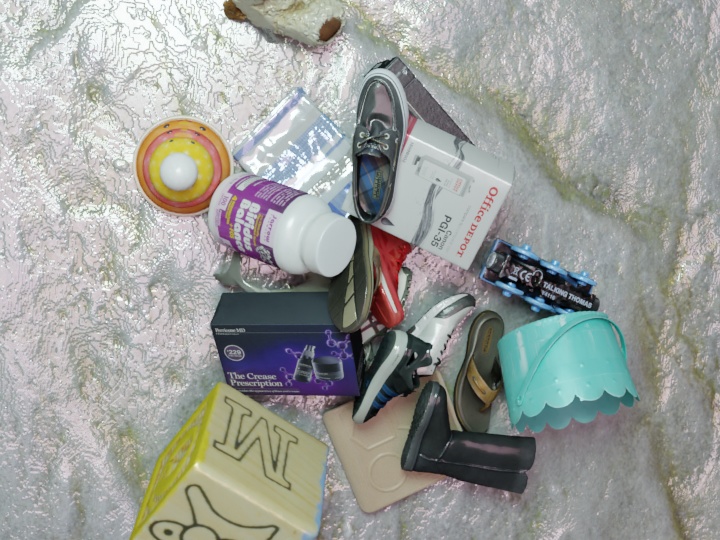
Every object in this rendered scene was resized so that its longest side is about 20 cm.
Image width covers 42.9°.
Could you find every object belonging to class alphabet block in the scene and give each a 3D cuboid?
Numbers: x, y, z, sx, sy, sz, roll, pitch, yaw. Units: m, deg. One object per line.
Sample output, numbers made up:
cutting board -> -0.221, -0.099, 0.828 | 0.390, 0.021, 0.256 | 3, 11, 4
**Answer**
alphabet block -> -0.183, 0.319, 1.312 | 0.200, 0.197, 0.196 | 34, 113, -15

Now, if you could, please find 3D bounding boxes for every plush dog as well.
plush dog -> -0.108, -0.429, 1.282 | 0.200, 0.160, 0.173 | 33, 76, -41

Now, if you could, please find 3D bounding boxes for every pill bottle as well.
pill bottle -> -0.107, -0.060, 1.263 | 0.112, 0.199, 0.113 | -29, 129, -44

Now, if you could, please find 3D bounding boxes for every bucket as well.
bucket -> 0.308, 0.154, 1.381 | 0.206, 0.207, 0.136 | -9, 70, -9

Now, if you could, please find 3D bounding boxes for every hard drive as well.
hard drive -> 0.092, -0.221, 1.335 | 0.038, 0.140, 0.200 | -44, 105, -1

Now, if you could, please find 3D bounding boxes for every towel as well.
towel -> -0.075, -0.153, 1.343 | 0.147, 0.024, 0.200 | -44, 86, -1

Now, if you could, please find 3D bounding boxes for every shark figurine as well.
shark figurine -> -0.105, 0.035, 1.373 | 0.213, 0.090, 0.129 | -5, 66, -18

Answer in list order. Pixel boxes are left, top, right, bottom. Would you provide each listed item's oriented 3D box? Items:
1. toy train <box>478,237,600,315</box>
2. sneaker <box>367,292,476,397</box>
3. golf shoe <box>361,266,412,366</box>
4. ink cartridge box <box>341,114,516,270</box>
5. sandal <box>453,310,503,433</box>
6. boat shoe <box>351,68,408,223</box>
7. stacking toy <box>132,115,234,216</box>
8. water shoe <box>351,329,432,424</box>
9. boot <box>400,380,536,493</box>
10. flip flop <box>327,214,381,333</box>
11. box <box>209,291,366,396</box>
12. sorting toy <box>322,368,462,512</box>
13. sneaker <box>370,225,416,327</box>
toy train -> 0.274, 0.017, 1.420 | 0.199, 0.114, 0.087 | 23, 93, -14
sneaker -> 0.108, 0.116, 1.414 | 0.200, 0.074, 0.080 | -43, 70, 5
golf shoe -> 0.006, 0.071, 1.398 | 0.088, 0.077, 0.201 | 33, 91, -9
ink cartridge box -> 0.095, -0.114, 1.262 | 0.199, 0.083, 0.147 | 25, 116, 1
sandal -> 0.199, 0.165, 1.449 | 0.081, 0.054, 0.201 | 11, 93, -38
boat shoe -> 0.017, -0.154, 1.178 | 0.069, 0.066, 0.201 | 12, 116, 8
stacking toy -> -0.241, -0.138, 1.251 | 0.145, 0.200, 0.147 | -2, 99, -11
water shoe -> 0.046, 0.170, 1.345 | 0.078, 0.072, 0.200 | 17, 136, -9
boot -> 0.178, 0.258, 1.412 | 0.199, 0.066, 0.166 | 13, 120, -5
flip flop -> 0.000, 0.000, 1.267 | 0.057, 0.201, 0.081 | 33, 128, -30
box -> -0.101, 0.106, 1.323 | 0.199, 0.079, 0.142 | -1, 125, 11
sorting toy -> 0.061, 0.268, 1.462 | 0.199, 0.036, 0.186 | -22, 102, -2
sneaker -> 0.053, -0.016, 1.351 | 0.115, 0.078, 0.201 | -12, 63, -20
